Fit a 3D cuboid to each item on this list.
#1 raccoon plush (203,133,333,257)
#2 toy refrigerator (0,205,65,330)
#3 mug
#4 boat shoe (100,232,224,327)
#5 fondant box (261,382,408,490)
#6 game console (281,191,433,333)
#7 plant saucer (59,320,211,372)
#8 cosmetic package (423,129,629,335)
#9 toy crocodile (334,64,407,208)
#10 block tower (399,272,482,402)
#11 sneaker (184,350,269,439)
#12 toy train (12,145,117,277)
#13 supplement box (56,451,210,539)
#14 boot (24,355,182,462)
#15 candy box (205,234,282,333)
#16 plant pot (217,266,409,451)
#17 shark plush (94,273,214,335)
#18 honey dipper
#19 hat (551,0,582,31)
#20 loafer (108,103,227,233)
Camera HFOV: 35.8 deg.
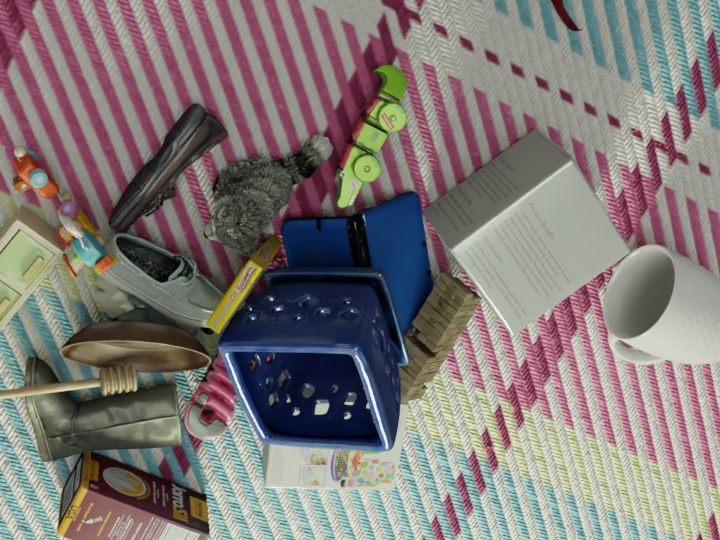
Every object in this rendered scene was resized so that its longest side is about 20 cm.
[{"bbox_3d":[-0.123,-0.107,1.451,0.097,0.134,0.200,42,98,-20],"label":"raccoon plush"},{"bbox_3d":[-0.478,0.020,1.465,0.076,0.070,0.200,39,98,-21],"label":"toy refrigerator"},{"bbox_3d":[0.454,0.075,1.641,0.175,0.148,0.200,23,134,-25],"label":"mug"},{"bbox_3d":[-0.254,0.012,1.484,0.200,0.070,0.071,27,141,-21],"label":"boat shoe"},{"bbox_3d":[-0.039,0.245,1.640,0.199,0.058,0.145,4,109,-12],"label":"fondant box"},{"bbox_3d":[0.000,0.000,1.579,0.170,0.118,0.201,-1,113,23],"label":"game console"},{"bbox_3d":[-0.298,0.100,1.487,0.199,0.200,0.037,6,73,-13],"label":"plant saucer"},{"bbox_3d":[0.224,-0.055,1.523,0.200,0.165,0.165,-35,113,4],"label":"cosmetic package"},{"bbox_3d":[0.010,-0.177,1.490,0.062,0.068,0.201,24,102,-13],"label":"toy crocodile"},{"bbox_3d":[0.099,0.099,1.594,0.058,0.054,0.201,-4,128,-55],"label":"block tower"},{"bbox_3d":[-0.185,0.146,1.569,0.079,0.095,0.200,38,74,-7],"label":"sneaker"},{"bbox_3d":[-0.383,-0.064,1.401,0.056,0.200,0.150,-40,136,-1],"label":"toy train"},{"bbox_3d":[-0.323,0.349,1.594,0.199,0.110,0.086,25,103,-19],"label":"supplement box"},{"bbox_3d":[-0.355,0.185,1.550,0.199,0.073,0.183,-6,124,-2],"label":"boot"},{"bbox_3d":[-0.149,0.014,1.458,0.026,0.200,0.102,36,100,-4],"label":"candy box"},{"bbox_3d":[-0.045,0.104,1.455,0.199,0.180,0.201,0,132,21],"label":"plant pot"},{"bbox_3d":[-0.264,0.049,1.522,0.199,0.091,0.084,7,78,-8],"label":"shark plush"},{"bbox_3d":[-0.399,0.153,1.481,0.199,0.038,0.038,-5,111,-20],"label":"honey dipper"},{"bbox_3d":[0.189,-0.414,1.465,0.165,0.176,0.201,-19,75,-1],"label":"hat"},{"bbox_3d":[-0.251,-0.123,1.459,0.063,0.072,0.200,35,97,-25],"label":"loafer"}]
